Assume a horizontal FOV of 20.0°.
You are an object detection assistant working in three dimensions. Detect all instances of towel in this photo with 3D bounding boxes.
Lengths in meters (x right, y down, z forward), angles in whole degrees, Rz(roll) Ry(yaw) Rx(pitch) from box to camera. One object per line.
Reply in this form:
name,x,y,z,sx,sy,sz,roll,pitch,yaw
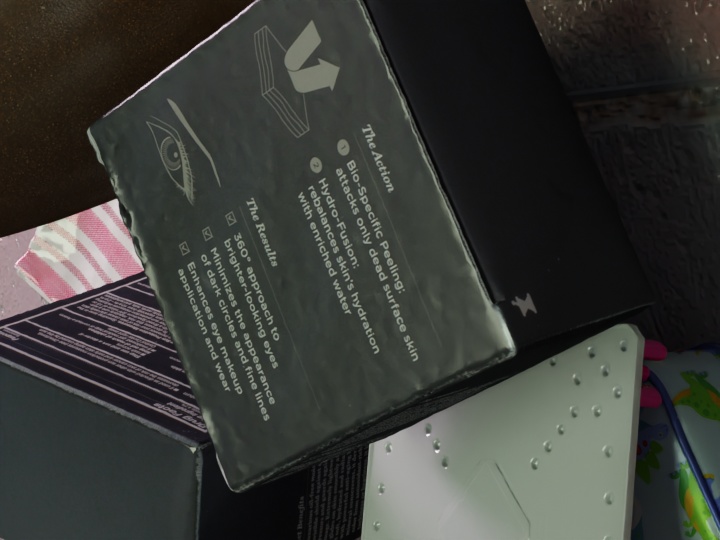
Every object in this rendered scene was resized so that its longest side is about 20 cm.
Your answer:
towel,-0.155,-0.040,1.369,0.146,0.030,0.200,44,117,36

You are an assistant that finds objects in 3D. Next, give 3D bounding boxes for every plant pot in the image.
plant pot,-0.183,-0.101,1.102,0.187,0.200,0.187,32,144,28

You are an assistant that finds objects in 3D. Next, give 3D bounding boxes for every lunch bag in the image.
lunch bag,0.136,0.140,1.036,0.200,0.082,0.161,-38,68,48

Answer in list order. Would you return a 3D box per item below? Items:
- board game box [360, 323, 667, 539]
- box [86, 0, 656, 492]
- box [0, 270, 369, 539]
board game box,0.069,0.130,1.005,0.200,0.026,0.200,-6,76,54
box,0.001,-0.027,0.963,0.200,0.117,0.197,-30,79,42
box,-0.108,0.095,1.207,0.200,0.198,0.123,19,114,33
